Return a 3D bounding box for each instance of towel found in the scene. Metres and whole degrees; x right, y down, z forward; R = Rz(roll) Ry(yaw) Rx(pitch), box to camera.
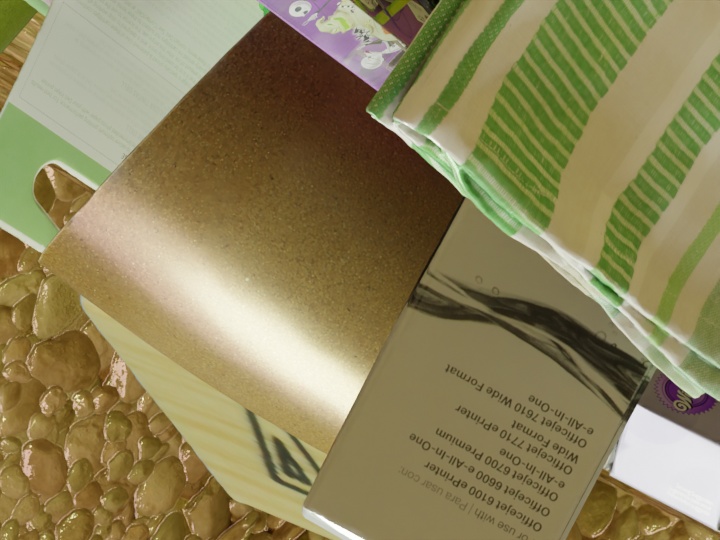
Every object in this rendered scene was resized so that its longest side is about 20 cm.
[{"bbox_3d":[0.100,-0.059,0.804,0.023,0.153,0.200,31,176,43],"label":"towel"}]

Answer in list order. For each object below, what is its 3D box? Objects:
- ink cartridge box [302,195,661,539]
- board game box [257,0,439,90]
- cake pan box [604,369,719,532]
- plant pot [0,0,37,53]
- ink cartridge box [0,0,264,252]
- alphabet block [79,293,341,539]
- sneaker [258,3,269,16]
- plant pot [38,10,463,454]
[{"bbox_3d":[0.060,0.016,0.935,0.084,0.200,0.145,29,175,2],"label":"ink cartridge box"},{"bbox_3d":[0.007,-0.116,1.056,0.200,0.032,0.120,34,-153,-47],"label":"board game box"},{"bbox_3d":[0.221,0.058,1.112,0.184,0.200,0.052,27,135,19],"label":"cake pan box"},{"bbox_3d":[-0.253,-0.165,1.435,0.200,0.193,0.200,29,175,3],"label":"plant pot"},{"bbox_3d":[-0.113,-0.101,1.259,0.048,0.200,0.145,22,172,36],"label":"ink cartridge box"},{"bbox_3d":[0.013,0.023,1.395,0.200,0.196,0.197,16,153,41],"label":"alphabet block"},{"bbox_3d":[0.017,-0.092,1.231,0.074,0.084,0.200,-2,-163,-38],"label":"sneaker"},{"bbox_3d":[0.000,0.000,1.135,0.200,0.186,0.186,45,174,-3],"label":"plant pot"}]
